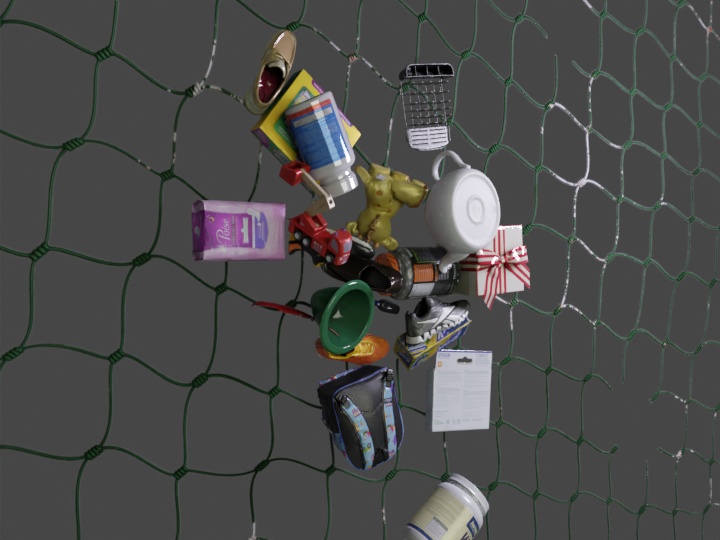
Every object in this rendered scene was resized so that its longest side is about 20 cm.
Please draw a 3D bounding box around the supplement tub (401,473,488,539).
[{"bbox_3d":[0.210,0.619,1.711,0.200,0.144,0.147,-43,111,-24],"label":"supplement tub"}]

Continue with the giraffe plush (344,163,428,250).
[{"bbox_3d":[0.050,-0.139,1.606,0.198,0.169,0.167,-14,126,-60],"label":"giraffe plush"}]

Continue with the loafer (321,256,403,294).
[{"bbox_3d":[0.000,0.000,1.559,0.194,0.071,0.075,14,95,13],"label":"loafer"}]

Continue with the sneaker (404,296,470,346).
[{"bbox_3d":[0.182,0.099,1.660,0.196,0.066,0.093,-25,109,-26],"label":"sneaker"}]

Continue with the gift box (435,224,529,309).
[{"bbox_3d":[0.310,-0.013,1.744,0.180,0.185,0.207,-10,95,-31],"label":"gift box"}]

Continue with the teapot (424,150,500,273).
[{"bbox_3d":[0.212,-0.135,1.587,0.198,0.144,0.202,47,62,-27],"label":"teapot"}]

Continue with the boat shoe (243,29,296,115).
[{"bbox_3d":[-0.181,-0.428,1.496,0.073,0.066,0.205,27,76,-29],"label":"boat shoe"}]

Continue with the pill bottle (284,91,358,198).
[{"bbox_3d":[-0.076,-0.261,1.471,0.111,0.111,0.205,-29,106,-28],"label":"pill bottle"}]

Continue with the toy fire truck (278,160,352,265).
[{"bbox_3d":[-0.091,-0.120,1.448,0.048,0.198,0.144,-31,149,-48],"label":"toy fire truck"}]

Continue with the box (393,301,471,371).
[{"bbox_3d":[0.177,0.160,1.718,0.197,0.065,0.070,-29,64,-28],"label":"box"}]

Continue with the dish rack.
[{"bbox_3d":[0.168,-0.402,1.727,0.150,0.054,0.207,-11,97,-31],"label":"dish rack"}]

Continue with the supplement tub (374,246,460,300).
[{"bbox_3d":[0.132,0.006,1.668,0.195,0.121,0.127,-2,91,-32],"label":"supplement tub"}]

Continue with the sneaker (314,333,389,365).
[{"bbox_3d":[-0.011,0.184,1.607,0.195,0.076,0.076,2,88,-34],"label":"sneaker"}]

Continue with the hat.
[{"bbox_3d":[-0.090,0.070,1.538,0.199,0.173,0.169,36,81,-52],"label":"hat"}]

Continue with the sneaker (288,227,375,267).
[{"bbox_3d":[-0.066,-0.043,1.538,0.194,0.070,0.093,19,86,5],"label":"sneaker"}]

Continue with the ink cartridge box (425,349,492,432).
[{"bbox_3d":[0.253,0.306,1.796,0.195,0.040,0.207,6,87,-32],"label":"ink cartridge box"}]

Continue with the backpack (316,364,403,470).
[{"bbox_3d":[0.004,0.334,1.582,0.179,0.133,0.206,-20,100,-30],"label":"backpack"}]

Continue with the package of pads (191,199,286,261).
[{"bbox_3d":[-0.249,-0.081,1.452,0.195,0.075,0.125,-1,88,-32],"label":"package of pads"}]

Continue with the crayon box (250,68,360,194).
[{"bbox_3d":[-0.118,-0.304,1.544,0.200,0.058,0.175,44,70,-26],"label":"crayon box"}]

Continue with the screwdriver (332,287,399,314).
[{"bbox_3d":[0.014,0.065,1.651,0.196,0.028,0.030,24,48,-29],"label":"screwdriver"}]
